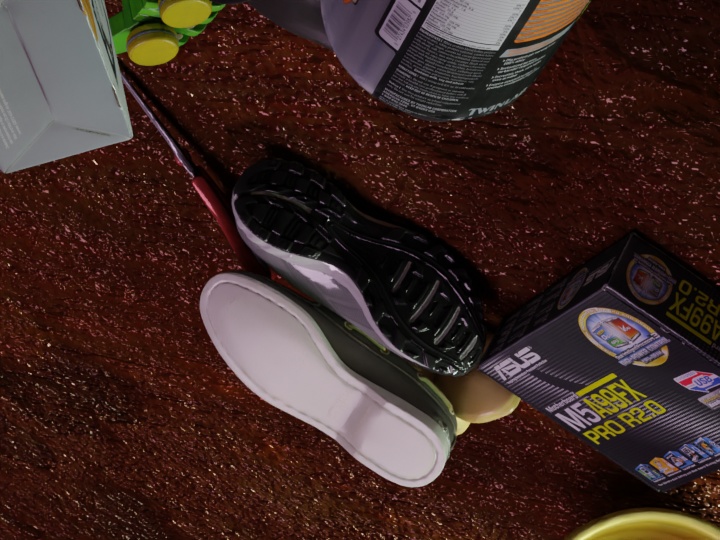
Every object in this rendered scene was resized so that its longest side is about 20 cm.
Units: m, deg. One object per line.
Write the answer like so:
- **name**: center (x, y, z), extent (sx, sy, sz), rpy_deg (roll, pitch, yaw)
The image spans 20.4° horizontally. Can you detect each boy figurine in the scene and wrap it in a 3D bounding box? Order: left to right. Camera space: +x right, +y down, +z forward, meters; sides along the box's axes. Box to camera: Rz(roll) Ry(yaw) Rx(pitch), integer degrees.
- **boy figurine**: center (0.036, 0.074, 1.430), extent (0.199, 0.065, 0.124), rpy_deg (-4, 138, 48)

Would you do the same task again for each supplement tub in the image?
- **supplement tub**: center (0.059, -0.162, 0.915), extent (0.122, 0.123, 0.200), rpy_deg (30, 154, -2)

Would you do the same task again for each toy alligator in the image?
- **toy alligator**: center (-0.090, -0.173, 1.136), extent (0.054, 0.060, 0.200), rpy_deg (4, 151, -34)

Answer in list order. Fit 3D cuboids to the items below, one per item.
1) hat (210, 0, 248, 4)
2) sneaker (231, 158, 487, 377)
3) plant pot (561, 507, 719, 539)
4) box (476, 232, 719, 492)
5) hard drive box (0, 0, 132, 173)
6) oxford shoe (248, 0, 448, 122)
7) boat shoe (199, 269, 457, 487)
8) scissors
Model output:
- **hat**: center (-0.055, -0.223, 0.957), extent (0.200, 0.202, 0.081), rpy_deg (7, -169, 40)
- **sneaker**: center (0.000, 0.000, 1.338), extent (0.200, 0.074, 0.079), rpy_deg (37, 164, 0)
- **plant pot**: center (0.205, 0.286, 1.508), extent (0.200, 0.202, 0.189), rpy_deg (28, 170, 3)
- **box**: center (0.184, 0.065, 1.281), extent (0.160, 0.044, 0.200), rpy_deg (34, 154, -9)
- **hard drive box**: center (-0.187, -0.181, 1.047), extent (0.076, 0.201, 0.156), rpy_deg (-15, 148, -1)
- **oxford shoe**: center (-0.014, -0.164, 1.049), extent (0.200, 0.071, 0.071), rpy_deg (39, 144, -6)
- **boat shoe**: center (-0.020, 0.066, 1.357), extent (0.201, 0.060, 0.072), rpy_deg (38, 119, 1)
- **scissors**: center (-0.116, -0.070, 1.375), extent (0.201, 0.014, 0.073), rpy_deg (54, -171, -13)
